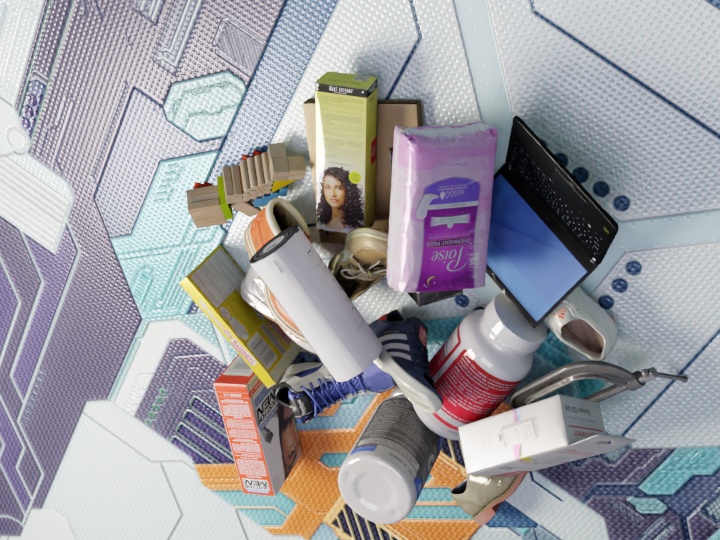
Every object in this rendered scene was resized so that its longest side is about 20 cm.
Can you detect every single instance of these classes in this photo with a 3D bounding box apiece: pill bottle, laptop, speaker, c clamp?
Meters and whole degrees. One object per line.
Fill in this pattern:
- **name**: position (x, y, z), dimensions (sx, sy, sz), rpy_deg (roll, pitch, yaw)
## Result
- **pill bottle**: position (0.160, 0.128, 1.330), dimensions (0.112, 0.112, 0.201), rpy_deg (36, 125, 1)
- **laptop**: position (0.200, -0.053, 1.186), dimensions (0.103, 0.200, 0.178), rpy_deg (-38, 74, -8)
- **speaker**: position (-0.055, 0.045, 1.284), dimensions (0.080, 0.081, 0.201), rpy_deg (-26, 108, 32)
- **pill bottle**: position (0.054, 0.248, 1.388), dimensions (0.112, 0.200, 0.116), rpy_deg (11, 121, 18)
- **c clamp**: position (0.301, 0.162, 1.302), dimensions (0.169, 0.028, 0.199), rpy_deg (19, 145, -34)

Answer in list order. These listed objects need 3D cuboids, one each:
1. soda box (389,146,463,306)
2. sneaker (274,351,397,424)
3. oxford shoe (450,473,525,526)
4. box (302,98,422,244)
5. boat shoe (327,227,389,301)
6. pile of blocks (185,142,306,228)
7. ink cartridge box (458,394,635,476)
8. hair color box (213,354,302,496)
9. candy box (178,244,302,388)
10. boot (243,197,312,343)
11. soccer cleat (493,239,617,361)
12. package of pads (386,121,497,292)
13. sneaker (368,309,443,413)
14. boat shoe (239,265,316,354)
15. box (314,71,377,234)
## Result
- **soda box**: position (0.085, -0.061, 1.268), dimensions (0.070, 0.063, 0.203), rpy_deg (-14, 117, -15)
- **sneaker**: position (-0.045, 0.175, 1.443), dimensions (0.196, 0.115, 0.082), rpy_deg (-8, 115, 27)
- **oxford shoe**: position (0.193, 0.291, 1.431), dimensions (0.073, 0.071, 0.201), rpy_deg (33, 124, 6)
- **box**: position (0.010, -0.127, 1.312), dimensions (0.161, 0.021, 0.203), rpy_deg (4, 117, 21)
- **boat shoe**: position (0.000, 0.000, 1.310), dimensions (0.072, 0.064, 0.200), rpy_deg (19, 157, -9)
- **pile of blocks**: position (-0.158, -0.124, 1.375), dimensions (0.197, 0.082, 0.063), rpy_deg (-21, 65, 21)
- **ink cartridge box**: position (0.242, 0.213, 1.283), dimensions (0.198, 0.116, 0.069), rpy_deg (-24, 65, 35)
- **hair color box**: position (-0.154, 0.231, 1.523), dimensions (0.063, 0.111, 0.203), rpy_deg (1, 118, 22)
- **candy box**: position (-0.171, 0.066, 1.447), dimensions (0.026, 0.102, 0.201), rpy_deg (-33, 100, 33)
- **boot**: position (-0.091, 0.000, 1.345), dimensions (0.202, 0.074, 0.107), rpy_deg (61, 146, 11)
- **soccer cleat**: position (0.250, 0.036, 1.263), dimensions (0.199, 0.078, 0.069), rpy_deg (41, 125, -1)
- **package of pads**: position (0.095, -0.076, 1.185), dimensions (0.118, 0.076, 0.204), rpy_deg (-4, 114, -16)
- **sneaker**: position (0.068, 0.112, 1.330), dimensions (0.084, 0.200, 0.075), rpy_deg (-39, 128, -6)
- **boat shoe**: position (-0.083, 0.053, 1.421), dimensions (0.198, 0.071, 0.070), rpy_deg (32, 124, 7)
- **box**: position (-0.018, -0.148, 1.270), dimensions (0.074, 0.050, 0.203), rpy_deg (9, 119, 17)
